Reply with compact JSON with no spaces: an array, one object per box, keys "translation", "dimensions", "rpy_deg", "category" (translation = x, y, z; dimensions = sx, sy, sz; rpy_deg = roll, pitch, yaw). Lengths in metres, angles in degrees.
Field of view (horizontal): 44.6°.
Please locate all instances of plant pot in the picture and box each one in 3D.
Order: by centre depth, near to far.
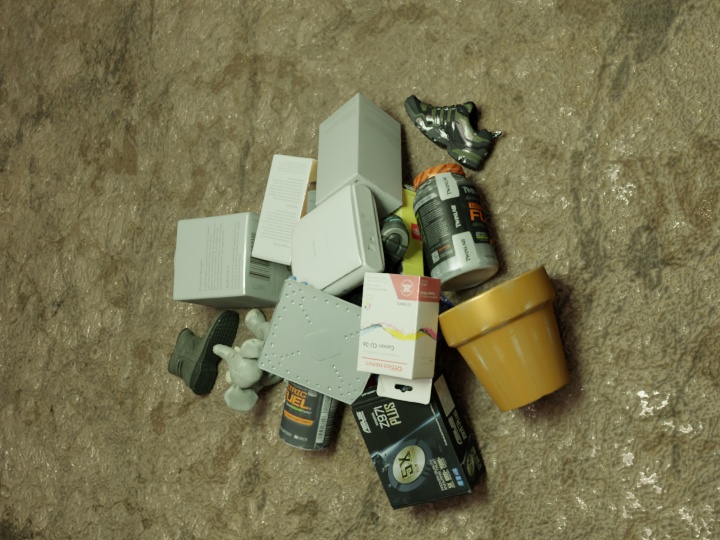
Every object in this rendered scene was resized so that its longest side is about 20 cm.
[{"translation":[0.247,0.120,1.434],"dimensions":[0.198,0.199,0.187],"rpy_deg":[-27,83,27],"category":"plant pot"}]

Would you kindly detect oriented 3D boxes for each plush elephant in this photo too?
[{"translation":[-0.221,0.185,1.748],"dimensions":[0.198,0.154,0.167],"rpy_deg":[31,99,34],"category":"plush elephant"}]

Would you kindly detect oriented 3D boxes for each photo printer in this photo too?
[{"translation":[-0.050,-0.037,1.551],"dimensions":[0.198,0.068,0.170],"rpy_deg":[-30,59,41],"category":"photo printer"}]

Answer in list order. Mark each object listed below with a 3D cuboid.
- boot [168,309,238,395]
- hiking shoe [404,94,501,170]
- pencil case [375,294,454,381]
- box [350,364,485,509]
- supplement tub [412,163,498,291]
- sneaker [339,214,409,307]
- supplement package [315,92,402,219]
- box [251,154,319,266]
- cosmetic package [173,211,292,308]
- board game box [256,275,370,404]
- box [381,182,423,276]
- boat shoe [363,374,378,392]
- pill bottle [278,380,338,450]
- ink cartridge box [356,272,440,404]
[{"translation":[-0.350,0.155,1.899],"dimensions":[0.130,0.067,0.203],"rpy_deg":[31,98,39],"category":"boot"},{"translation":[0.169,-0.274,1.622],"dimensions":[0.200,0.076,0.101],"rpy_deg":[43,97,22],"category":"hiking shoe"},{"translation":[0.105,0.132,1.584],"dimensions":[0.086,0.077,0.203],"rpy_deg":[34,101,32],"category":"pencil case"},{"translation":[0.099,0.288,1.512],"dimensions":[0.161,0.086,0.204],"rpy_deg":[-19,96,30],"category":"box"},{"translation":[0.163,-0.076,1.553],"dimensions":[0.121,0.122,0.204],"rpy_deg":[-24,70,28],"category":"supplement tub"},{"translation":[0.027,-0.012,1.582],"dimensions":[0.201,0.074,0.080],"rpy_deg":[-55,21,25],"category":"sneaker"},{"translation":[-0.002,-0.199,1.639],"dimensions":[0.119,0.120,0.204],"rpy_deg":[-31,43,36],"category":"supplement package"},{"translation":[-0.108,-0.106,1.723],"dimensions":[0.105,0.151,0.205],"rpy_deg":[11,89,36],"category":"box"},{"translation":[-0.257,-0.014,1.801],"dimensions":[0.196,0.164,0.169],"rpy_deg":[-3,80,33],"category":"cosmetic package"},{"translation":[-0.065,0.124,1.546],"dimensions":[0.196,0.026,0.203],"rpy_deg":[21,121,-2],"category":"board game box"},{"translation":[0.076,-0.052,1.616],"dimensions":[0.075,0.049,0.205],"rpy_deg":[-34,49,50],"category":"box"},{"translation":[-0.009,0.167,1.612],"dimensions":[0.062,0.071,0.204],"rpy_deg":[-4,113,55],"category":"boat shoe"},{"translation":[-0.088,0.227,1.666],"dimensions":[0.105,0.105,0.205],"rpy_deg":[16,99,34],"category":"pill bottle"},{"translation":[0.060,0.109,1.426],"dimensions":[0.115,0.067,0.206],"rpy_deg":[3,89,39],"category":"ink cartridge box"}]
